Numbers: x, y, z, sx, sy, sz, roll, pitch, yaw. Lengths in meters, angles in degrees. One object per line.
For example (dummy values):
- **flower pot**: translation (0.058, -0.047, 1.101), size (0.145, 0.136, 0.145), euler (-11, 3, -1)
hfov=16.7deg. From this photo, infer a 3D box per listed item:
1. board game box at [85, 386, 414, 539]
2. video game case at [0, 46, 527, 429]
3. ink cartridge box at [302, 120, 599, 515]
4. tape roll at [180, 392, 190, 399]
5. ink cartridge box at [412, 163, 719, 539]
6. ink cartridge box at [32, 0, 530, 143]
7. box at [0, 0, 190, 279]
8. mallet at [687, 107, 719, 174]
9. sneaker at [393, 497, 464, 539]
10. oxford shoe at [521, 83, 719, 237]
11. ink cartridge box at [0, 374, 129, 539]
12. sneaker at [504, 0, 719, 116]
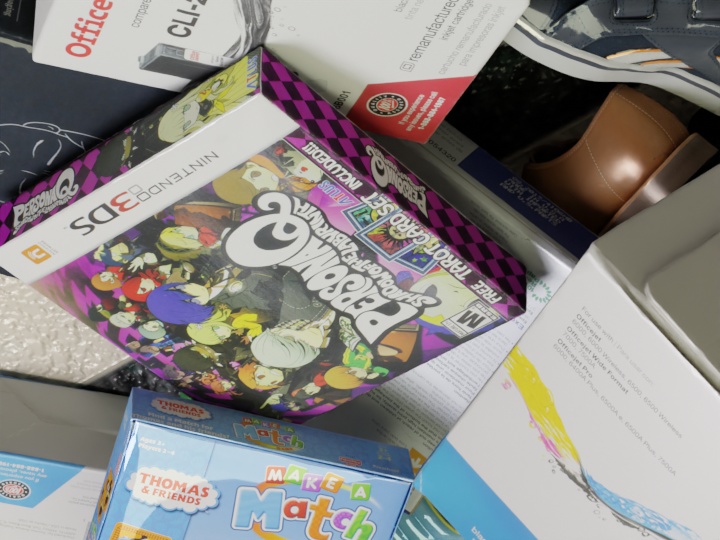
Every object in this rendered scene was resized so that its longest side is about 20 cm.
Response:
- **board game box**: translation (-0.073, 0.167, 1.293), size (0.151, 0.037, 0.200), euler (14, 117, -12)
- **video game case**: translation (-0.049, -0.005, 1.196), size (0.181, 0.036, 0.200), euler (-27, 132, 30)
- **ink cartridge box**: translation (0.000, 0.000, 1.291), size (0.196, 0.043, 0.200), euler (38, 129, 7)
- **tape roll**: translation (-0.005, 0.086, 1.418), size (0.200, 0.048, 0.201), euler (0, 132, 0)
- **ink cartridge box**: translation (0.155, 0.070, 1.212), size (0.145, 0.147, 0.200), euler (47, 136, 14)
- **ink cartridge box**: translation (-0.038, -0.142, 1.117), size (0.199, 0.084, 0.144), euler (12, 153, -14)
- **box**: translation (-0.175, -0.088, 1.225), size (0.199, 0.107, 0.149), euler (17, 129, -14)
- **mallet**: translation (0.124, -0.038, 1.322), size (0.199, 0.041, 0.066), euler (-14, 131, 18)
- **sneaker**: translation (0.035, 0.177, 1.417), size (0.130, 0.080, 0.200), euler (-17, 131, 16)
- **oxford shoe**: translation (0.105, -0.026, 1.283), size (0.071, 0.071, 0.200), euler (45, 132, 6)
- **ink cartridge box**: translation (-0.185, 0.162, 1.471), size (0.115, 0.068, 0.200), euler (11, 130, -11)
- **sneaker**: translation (0.151, -0.133, 1.208), size (0.199, 0.079, 0.079), euler (14, 136, -27)
